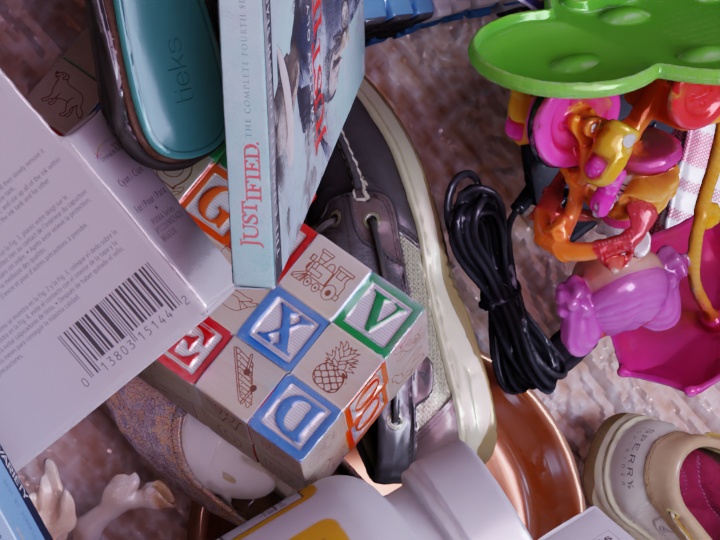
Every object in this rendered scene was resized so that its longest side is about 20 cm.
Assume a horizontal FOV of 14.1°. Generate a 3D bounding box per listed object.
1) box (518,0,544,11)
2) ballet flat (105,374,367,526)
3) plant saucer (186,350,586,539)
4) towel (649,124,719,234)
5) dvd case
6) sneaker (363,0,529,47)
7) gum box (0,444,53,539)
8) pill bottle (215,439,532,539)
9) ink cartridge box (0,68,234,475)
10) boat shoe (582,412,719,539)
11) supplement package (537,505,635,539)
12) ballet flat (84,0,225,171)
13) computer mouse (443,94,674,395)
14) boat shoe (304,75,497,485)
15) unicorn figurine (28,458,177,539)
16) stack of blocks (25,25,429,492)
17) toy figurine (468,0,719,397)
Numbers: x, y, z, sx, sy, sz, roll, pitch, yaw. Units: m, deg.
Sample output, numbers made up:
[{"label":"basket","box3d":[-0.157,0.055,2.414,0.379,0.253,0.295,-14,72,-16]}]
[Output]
[{"label":"box","box3d":[0.039,-0.215,1.272,0.121,0.032,0.201,24,56,-58]},{"label":"ballet flat","box3d":[-0.029,0.094,1.289,0.200,0.067,0.068,41,75,-18]},{"label":"plant saucer","box3d":[0.012,0.128,1.361,0.200,0.032,0.201,0,90,-23]},{"label":"towel","box3d":[0.221,-0.069,1.454,0.146,0.030,0.201,15,87,-23]},{"label":"dvd case","box3d":[-0.026,-0.102,1.174,0.022,0.200,0.146,4,118,11]},{"label":"sneaker","box3d":[0.025,-0.153,1.350,0.200,0.075,0.087,-17,90,-30]},{"label":"gum box","box3d":[-0.246,0.100,1.191,0.200,0.045,0.170,-24,102,11]},{"label":"pill bottle","box3d":[-0.023,0.155,1.200,0.200,0.113,0.113,-30,102,-7]},{"label":"ink cartridge box","box3d":[-0.177,-0.002,1.203,0.176,0.200,0.045,50,28,-4]},{"label":"boat shoe","box3d":[0.197,0.130,1.412,0.200,0.066,0.074,25,79,-32]},{"label":"supplement package","box3d":[0.091,0.239,1.310,0.156,0.111,0.200,-30,132,-20]},{"label":"ballet flat","box3d":[-0.091,-0.139,1.138,0.068,0.068,0.201,-8,103,-22]},{"label":"computer mouse","box3d":[0.114,-0.032,1.368,0.200,0.046,0.141,-50,136,-40]},{"label":"boat shoe","box3d":[0.000,0.001,1.310,0.066,0.072,0.201,-15,79,-29]},{"label":"unicorn figurine","box3d":[-0.098,0.183,1.288,0.137,0.074,0.200,-42,86,18]},{"label":"stack of blocks","box3d":[-0.067,-0.008,1.255,0.200,0.059,0.115,35,75,15]},{"label":"toy figurine","box3d":[0.133,-0.028,1.278,0.200,0.150,0.185,-18,123,-33]}]
